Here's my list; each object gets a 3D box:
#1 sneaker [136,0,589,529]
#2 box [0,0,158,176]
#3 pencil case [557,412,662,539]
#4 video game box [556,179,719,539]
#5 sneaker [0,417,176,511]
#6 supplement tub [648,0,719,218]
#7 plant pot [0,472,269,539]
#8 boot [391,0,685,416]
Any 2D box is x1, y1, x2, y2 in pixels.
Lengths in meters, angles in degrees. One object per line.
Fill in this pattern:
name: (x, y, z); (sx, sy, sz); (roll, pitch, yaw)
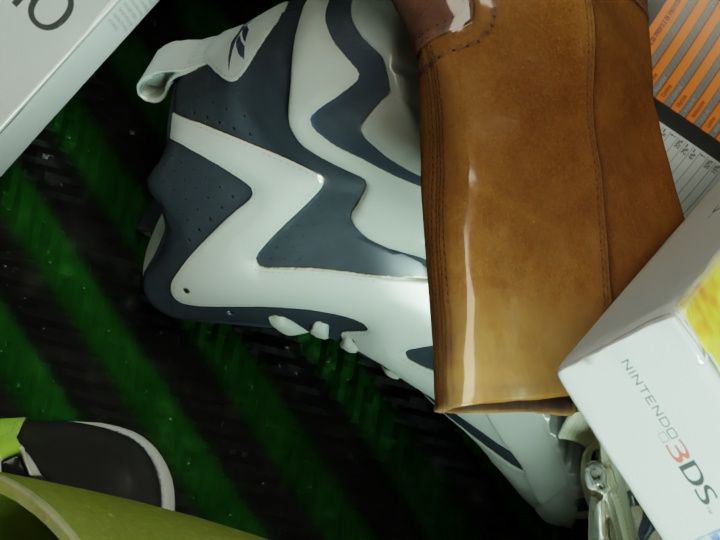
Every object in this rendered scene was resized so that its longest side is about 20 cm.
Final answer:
sneaker: (0.000, 0.000, 0.909); (0.199, 0.129, 0.080); (56, 43, -37)
box: (-0.106, -0.136, 0.881); (0.144, 0.036, 0.200); (41, 86, 9)
pencil case: (0.107, 0.125, 0.814); (0.089, 0.078, 0.201); (3, 54, -13)
video game box: (0.148, 0.053, 0.800); (0.183, 0.047, 0.200); (59, 34, -8)
sneaker: (-0.138, 0.077, 0.818); (0.199, 0.083, 0.072); (-9, 74, -23)
supplement tub: (0.121, -0.052, 0.942); (0.200, 0.123, 0.123); (35, 62, -6)
plant pot: (-0.030, 0.148, 0.791); (0.199, 0.187, 0.188); (6, 67, -42)
boot: (0.013, -0.059, 0.790); (0.188, 0.068, 0.201); (10, 70, -45)
